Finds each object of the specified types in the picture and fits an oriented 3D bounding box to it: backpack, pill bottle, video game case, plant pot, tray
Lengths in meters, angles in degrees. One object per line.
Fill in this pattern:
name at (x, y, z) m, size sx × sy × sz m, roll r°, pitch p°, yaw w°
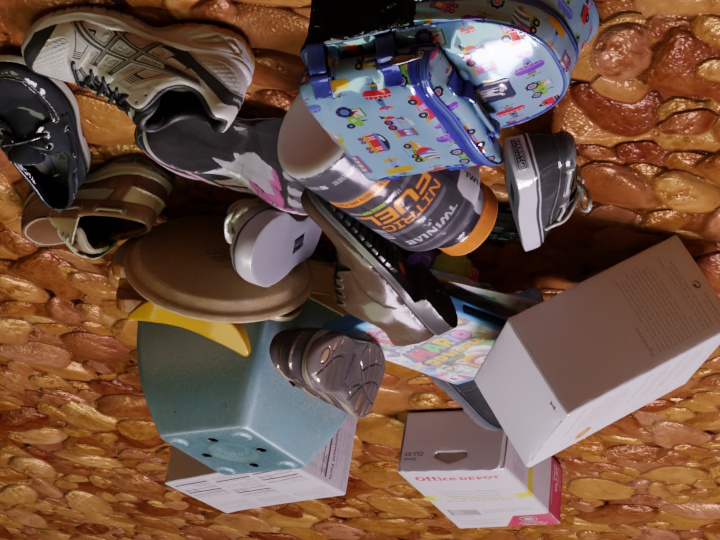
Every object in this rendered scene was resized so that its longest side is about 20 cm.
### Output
backpack at (0.073, -0.162, 1.245) m, size 0.199 × 0.135 × 0.183 m, roll -5°, pitch 152°, yaw 21°
pill bottle at (0.032, -0.084, 1.442) m, size 0.106 × 0.107 × 0.200 m, roll -16°, pitch 145°, yaw 41°
video game case at (0.081, 0.068, 1.677) m, size 0.199 × 0.018 × 0.143 m, roll 22°, pitch 149°, yaw -40°
plant pot at (-0.116, 0.101, 1.755) m, size 0.195 × 0.201 × 0.196 m, roll -10°, pitch 149°, yaw 32°
tray at (0.027, 0.040, 1.721) m, size 0.098 × 0.037 × 0.200 m, roll 9°, pitch 167°, yaw 38°

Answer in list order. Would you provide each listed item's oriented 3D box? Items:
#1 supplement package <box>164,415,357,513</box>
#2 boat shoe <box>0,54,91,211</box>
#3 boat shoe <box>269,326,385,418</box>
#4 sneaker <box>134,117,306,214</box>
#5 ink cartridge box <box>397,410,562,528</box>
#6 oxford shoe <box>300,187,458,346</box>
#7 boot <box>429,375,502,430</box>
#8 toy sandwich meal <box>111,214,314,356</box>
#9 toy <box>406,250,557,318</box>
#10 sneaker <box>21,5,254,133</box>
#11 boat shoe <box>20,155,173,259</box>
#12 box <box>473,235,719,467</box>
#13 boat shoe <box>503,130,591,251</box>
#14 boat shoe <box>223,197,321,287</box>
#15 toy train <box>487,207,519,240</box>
supplement package at (-0.112, 0.185, 1.970) m, size 0.199 × 0.157 × 0.111 m, roll -15°, pitch 145°, yaw 39°
boat shoe at (-0.295, -0.118, 1.519) m, size 0.074 × 0.066 × 0.200 m, roll 7°, pitch 154°, yaw 5°
boat shoe at (-0.031, 0.091, 1.640) m, size 0.073 × 0.075 × 0.200 m, roll 19°, pitch 168°, yaw 22°
sneaker at (-0.112, -0.107, 1.500) m, size 0.199 × 0.081 × 0.086 m, roll 22°, pitch 174°, yaw -28°
ink cartridge box at (0.154, 0.249, 2.099) m, size 0.144 × 0.084 × 0.200 m, roll -5°, pitch 151°, yaw 26°
oxford shoe at (0.000, 0.000, 1.509) m, size 0.084 × 0.073 × 0.200 m, roll -28°, pitch 117°, yaw 21°
boot at (0.199, 0.114, 1.847) m, size 0.199 × 0.066 × 0.165 m, roll -17°, pitch 146°, yaw 34°
toy sandwich meal at (-0.144, 0.014, 1.616) m, size 0.204 × 0.206 × 0.071 m, roll 9°, pitch 120°, yaw 0°
toy at (0.101, 0.008, 1.662) m, size 0.199 × 0.047 × 0.115 m, roll 17°, pitch 168°, yaw 8°
sneaker at (-0.190, -0.160, 1.381) m, size 0.199 × 0.088 × 0.076 m, roll 5°, pitch 156°, yaw 10°
boat shoe at (-0.266, -0.052, 1.635) m, size 0.199 × 0.074 × 0.075 m, roll -18°, pitch 143°, yaw 42°
box at (0.230, 0.078, 1.596) m, size 0.199 × 0.107 × 0.152 m, roll -25°, pitch 162°, yaw -20°
boat shoe at (0.164, -0.074, 1.463) m, size 0.068 × 0.074 × 0.200 m, roll -14°, pitch 158°, yaw 2°
boat shoe at (-0.093, -0.036, 1.547) m, size 0.069 × 0.071 × 0.200 m, roll 16°, pitch -164°, yaw 12°
toy train at (0.058, -0.055, 1.578) m, size 0.199 × 0.034 × 0.046 m, roll 9°, pitch 166°, yaw -2°
